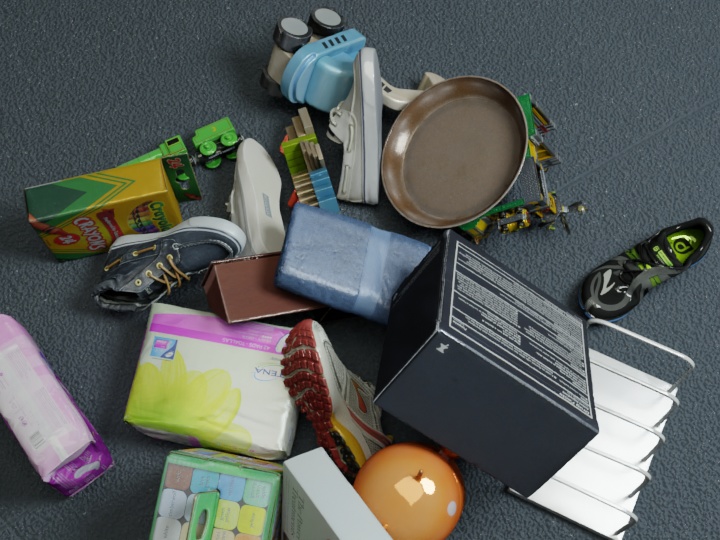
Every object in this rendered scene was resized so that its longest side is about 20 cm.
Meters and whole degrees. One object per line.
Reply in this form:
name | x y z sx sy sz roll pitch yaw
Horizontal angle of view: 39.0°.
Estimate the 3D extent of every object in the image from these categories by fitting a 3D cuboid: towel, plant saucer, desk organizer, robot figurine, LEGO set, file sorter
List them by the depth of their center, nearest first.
robot figurine | 0.052 0.242 1.082 0.143 0.200 0.117 -12 80 7
file sorter | 0.274 0.178 1.149 0.138 0.125 0.201 24 70 11
towel | 0.000 0.000 1.187 0.199 0.049 0.112 19 65 -14
desk organizer | -0.081 0.023 1.214 0.199 0.072 0.077 -9 70 -23
plant saucer | 0.119 -0.143 1.262 0.199 0.032 0.201 -11 67 28
LEGO set | 0.192 -0.121 1.301 0.153 0.116 0.201 -24 62 23

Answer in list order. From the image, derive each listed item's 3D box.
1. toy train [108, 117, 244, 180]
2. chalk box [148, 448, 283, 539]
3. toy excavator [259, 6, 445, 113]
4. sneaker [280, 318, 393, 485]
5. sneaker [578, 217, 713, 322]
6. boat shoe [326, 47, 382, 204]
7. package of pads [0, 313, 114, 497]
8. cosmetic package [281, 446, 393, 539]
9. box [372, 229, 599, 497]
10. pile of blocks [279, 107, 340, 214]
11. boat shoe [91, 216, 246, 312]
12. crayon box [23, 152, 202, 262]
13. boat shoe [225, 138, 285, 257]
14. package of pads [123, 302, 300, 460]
toy train | -0.249 -0.144 1.334 0.199 0.042 0.057 -24 60 -9
chalk box | -0.145 0.260 1.069 0.123 0.200 0.125 11 83 4
toy excavator | -0.003 -0.249 1.335 0.200 0.100 0.194 44 46 18
sneaker | -0.026 0.142 1.163 0.082 0.078 0.201 -37 114 -36
sneaker | 0.349 -0.008 1.246 0.199 0.083 0.071 -31 70 -11
boat shoe | -0.009 -0.180 1.281 0.069 0.201 0.071 3 27 6
package of pads | -0.371 0.155 1.168 0.076 0.121 0.200 -35 71 -13
cosmetic package | -0.027 0.305 1.036 0.051 0.201 0.151 -17 39 -29
box | 0.131 0.094 1.069 0.200 0.123 0.199 33 29 -11
pile of blocks | -0.070 -0.110 1.294 0.062 0.082 0.201 -18 68 -2
boat shoe | -0.230 -0.001 1.222 0.199 0.071 0.091 -10 46 29
crayon box | -0.297 -0.076 1.258 0.199 0.127 0.051 -14 68 -4
boat shoe | -0.140 -0.080 1.291 0.068 0.072 0.201 -31 55 25
package of pads | -0.166 0.134 1.199 0.199 0.068 0.155 9 71 4
